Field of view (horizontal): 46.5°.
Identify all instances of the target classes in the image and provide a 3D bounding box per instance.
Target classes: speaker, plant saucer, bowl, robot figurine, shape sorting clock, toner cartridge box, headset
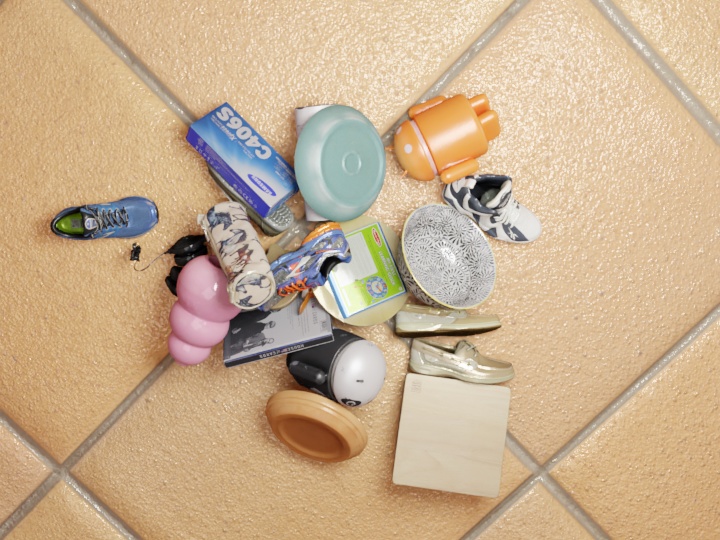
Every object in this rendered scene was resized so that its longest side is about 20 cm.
[{"bbox_3d":[-0.069,-0.190,1.484,0.080,0.081,0.203,-6,99,2],"label":"speaker"},{"bbox_3d":[-0.085,0.292,1.526,0.198,0.038,0.201,15,141,12],"label":"plant saucer"},{"bbox_3d":[0.136,-0.009,1.490,0.199,0.094,0.203,14,60,-25],"label":"bowl"},{"bbox_3d":[0.144,-0.228,1.456,0.198,0.117,0.145,-25,100,5],"label":"robot figurine"},{"bbox_3d":[-0.023,-0.185,1.448,0.198,0.036,0.203,-5,98,-39],"label":"plant saucer"},{"bbox_3d":[-0.046,0.169,1.498,0.150,0.199,0.126,-48,134,-27],"label":"robot figurine"},{"bbox_3d":[0.000,0.000,1.504,0.197,0.039,0.203,3,79,-15],"label":"shape sorting clock"},{"bbox_3d":[-0.201,-0.194,1.461,0.200,0.043,0.095,45,55,3],"label":"toner cartridge box"},{"bbox_3d":[-0.321,-0.011,1.533,0.197,0.094,0.125,9,103,-17],"label":"headset"}]

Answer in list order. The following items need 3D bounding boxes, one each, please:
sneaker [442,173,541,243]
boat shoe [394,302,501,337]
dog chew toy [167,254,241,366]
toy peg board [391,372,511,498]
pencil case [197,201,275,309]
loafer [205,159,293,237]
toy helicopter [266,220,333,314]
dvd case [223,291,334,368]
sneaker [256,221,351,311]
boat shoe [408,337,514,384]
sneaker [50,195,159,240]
[{"bbox_3d":[0.248,-0.109,1.457,0.198,0.129,0.080,34,83,-11],"label":"sneaker"},{"bbox_3d":[0.160,0.084,1.534,0.197,0.074,0.067,-1,75,-6],"label":"boat shoe"},{"bbox_3d":[-0.278,0.077,1.465,0.123,0.125,0.202,25,105,-4],"label":"dog chew toy"},{"bbox_3d":[0.165,0.305,1.573,0.197,0.098,0.202,8,84,-1],"label":"toy peg board"},{"bbox_3d":[-0.206,-0.026,1.394,0.088,0.201,0.078,-14,137,-17],"label":"pencil case"},{"bbox_3d":[-0.207,-0.132,1.496,0.200,0.075,0.070,47,142,8],"label":"loafer"},{"bbox_3d":[-0.108,-0.009,1.512,0.132,0.079,0.200,43,82,15],"label":"toy helicopter"},{"bbox_3d":[-0.150,0.092,1.504,0.197,0.151,0.025,-14,130,3],"label":"dvd case"},{"bbox_3d":[-0.098,0.004,1.424,0.200,0.075,0.079,-41,69,2],"label":"sneaker"},{"bbox_3d":[0.189,0.163,1.549,0.197,0.072,0.066,8,101,5],"label":"boat shoe"},{"bbox_3d":[-0.460,-0.085,1.501,0.197,0.089,0.080,-9,101,2],"label":"sneaker"}]
